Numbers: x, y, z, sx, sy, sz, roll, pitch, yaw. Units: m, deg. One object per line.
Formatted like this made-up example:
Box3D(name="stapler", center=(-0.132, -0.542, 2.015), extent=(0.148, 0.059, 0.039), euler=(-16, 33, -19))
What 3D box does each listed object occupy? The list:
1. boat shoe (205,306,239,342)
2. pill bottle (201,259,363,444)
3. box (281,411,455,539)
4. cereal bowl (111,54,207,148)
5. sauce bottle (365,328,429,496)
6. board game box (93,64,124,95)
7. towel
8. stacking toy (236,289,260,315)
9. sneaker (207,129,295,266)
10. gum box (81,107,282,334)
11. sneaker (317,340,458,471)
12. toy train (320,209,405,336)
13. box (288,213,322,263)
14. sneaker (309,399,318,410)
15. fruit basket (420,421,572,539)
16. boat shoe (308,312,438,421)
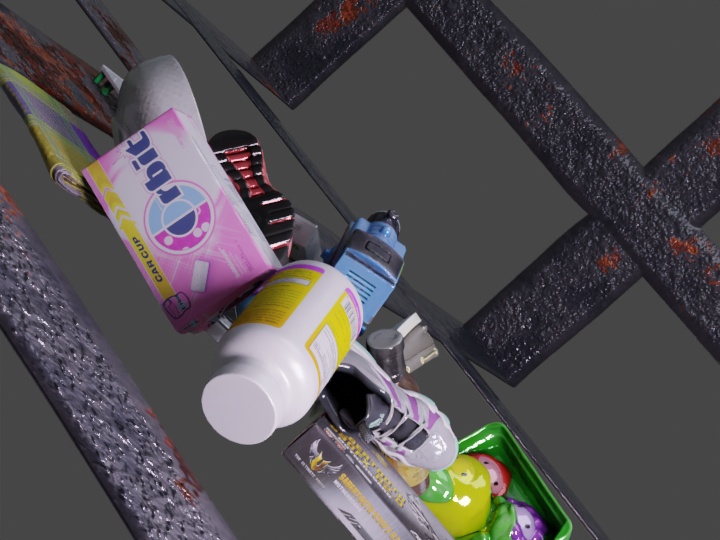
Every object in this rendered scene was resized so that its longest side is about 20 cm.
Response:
Box3D(name="boat shoe", center=(-0.161, 0.002, 1.577), extent=(0.070, 0.066, 0.200), euler=(42, 9, -40))
Box3D(name="pill bottle", center=(-0.075, 0.077, 1.372), extent=(0.104, 0.104, 0.200), euler=(48, 33, -7))
Box3D(name="box", center=(0.014, 0.233, 1.499), extent=(0.200, 0.048, 0.158), euler=(50, 8, 4))
Box3D(name="cereal bowl", center=(-0.232, -0.141, 1.685), extent=(0.200, 0.083, 0.201), euler=(164, -90, -74))
Box3D(name="sauce bottle", center=(0.037, 0.157, 1.619), extent=(0.065, 0.064, 0.201), euler=(-119, -162, -60))
Box3D(name="board game box", center=(-0.266, -0.172, 2.023), extent=(0.200, 0.026, 0.200), euler=(53, 9, 32))
Box3D(name="towel", center=(-0.313, -0.132, 1.547), extent=(0.200, 0.023, 0.144), euler=(53, 9, 34))
Box3D(name="stacking toy", center=(-0.093, 0.084, 1.550), extent=(0.085, 0.085, 0.200), euler=(44, 14, -31))
Box3D(name="sneaker", center=(-0.119, -0.062, 1.647), extent=(0.087, 0.073, 0.201), euler=(96, -21, -52))
Box3D(name="gum box", center=(-0.173, -0.045, 1.467), extent=(0.201, 0.113, 0.066), euler=(58, 8, 9))
Box3D(name="sneaker", center=(0.020, 0.153, 1.500), extent=(0.200, 0.078, 0.140), euler=(38, 10, -8))
Box3D(name="toy train", center=(0.000, 0.000, 1.662), extent=(0.087, 0.114, 0.200), euler=(35, 26, -5))
Box3D(name="box", center=(-0.114, -0.039, 1.802), extent=(0.144, 0.036, 0.200), euler=(30, -17, 11))
Box3D(name="sneaker", center=(-0.054, 0.097, 1.684), extent=(0.076, 0.077, 0.200), euler=(45, 7, -16))
Box3D(name="fruit basket", center=(0.141, 0.271, 1.758), extent=(0.216, 0.155, 0.216), euler=(61, -5, 9))
Box3D(name="boat shoe", center=(0.019, 0.123, 1.676), extent=(0.060, 0.072, 0.202), euler=(52, 49, -3))
